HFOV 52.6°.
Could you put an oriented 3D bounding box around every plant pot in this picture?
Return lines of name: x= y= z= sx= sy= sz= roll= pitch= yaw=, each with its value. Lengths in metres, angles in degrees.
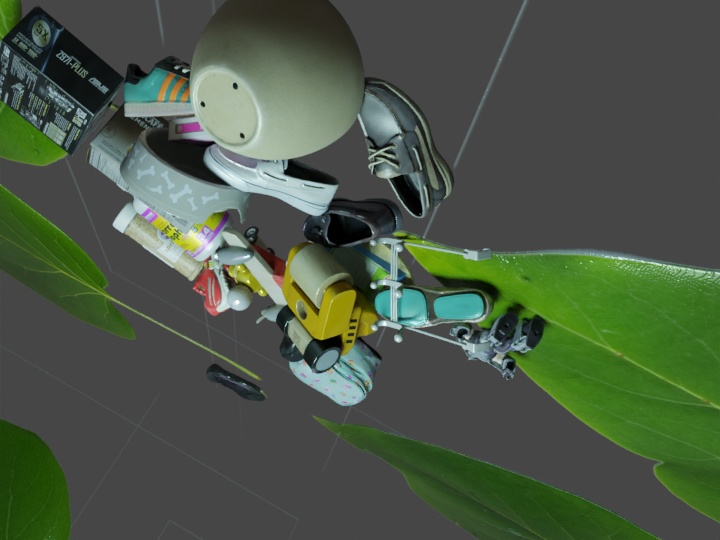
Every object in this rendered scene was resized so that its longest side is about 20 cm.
plant pot: x=-0.113 y=-0.205 z=0.812 sx=0.198 sy=0.135 sz=0.202 roll=17 pitch=129 yaw=22

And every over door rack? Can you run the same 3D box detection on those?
over door rack: x=0.093 y=0.032 z=1.072 sx=0.198 sy=0.066 sz=0.150 roll=9 pitch=105 yaw=38

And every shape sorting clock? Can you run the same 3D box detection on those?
shape sorting clock: x=0.000 y=0.000 z=1.224 sx=0.198 sy=0.039 sz=0.201 roll=22 pitch=142 yaw=18

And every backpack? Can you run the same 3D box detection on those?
backpack: x=-0.058 y=0.184 z=1.507 sx=0.199 sy=0.128 sz=0.166 roll=37 pitch=150 yaw=-19

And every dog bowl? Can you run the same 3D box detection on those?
dog bowl: x=-0.247 y=-0.142 z=1.071 sx=0.198 sy=0.200 sz=0.059 roll=29 pitch=112 yaw=3

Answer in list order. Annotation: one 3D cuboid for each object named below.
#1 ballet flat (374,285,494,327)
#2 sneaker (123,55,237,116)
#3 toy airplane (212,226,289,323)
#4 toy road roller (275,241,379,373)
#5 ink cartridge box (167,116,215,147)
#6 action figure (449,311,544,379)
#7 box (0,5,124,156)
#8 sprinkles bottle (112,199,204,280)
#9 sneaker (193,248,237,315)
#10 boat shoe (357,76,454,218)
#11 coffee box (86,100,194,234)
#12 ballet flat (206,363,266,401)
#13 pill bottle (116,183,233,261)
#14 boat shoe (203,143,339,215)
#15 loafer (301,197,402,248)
ballet flat: x=0.119 y=0.056 z=1.152 sx=0.198 sy=0.069 sz=0.067 roll=4 pitch=-172 yaw=31
sneaker: x=-0.240 y=-0.255 z=0.999 sx=0.197 sy=0.071 sz=0.081 roll=0 pitch=101 yaw=15
toy airplane: x=-0.171 y=0.018 z=1.277 sx=0.200 sy=0.141 sz=0.199 roll=43 pitch=164 yaw=0
toy road roller: x=-0.041 y=0.050 z=1.162 sx=0.123 sy=0.145 sz=0.202 roll=46 pitch=138 yaw=35
ink cartridge box: x=-0.176 y=-0.197 z=1.023 sx=0.198 sy=0.038 sz=0.094 roll=2 pitch=-179 yaw=42
action figure: x=0.212 y=0.117 z=1.178 sx=0.129 sy=0.070 sz=0.200 roll=28 pitch=157 yaw=-5
box: x=-0.488 y=-0.296 z=1.170 sx=0.163 sy=0.087 sz=0.199 roll=40 pitch=153 yaw=-17
sprinkles bottle: x=-0.413 y=-0.062 z=1.517 sx=0.199 sy=0.069 sz=0.068 roll=37 pitch=153 yaw=-13
sneaker: x=-0.287 y=0.005 z=1.393 sx=0.077 sy=0.085 sz=0.201 roll=45 pitch=-167 yaw=-42
boat shoe: x=0.048 y=-0.144 z=0.888 sx=0.074 sy=0.074 sz=0.200 roll=0 pitch=140 yaw=46
coffee box: x=-0.327 y=-0.171 z=1.190 sx=0.199 sy=0.115 sz=0.080 roll=38 pitch=155 yaw=-12
ballet flat: x=-0.370 y=0.335 z=2.197 sx=0.198 sy=0.057 sz=0.067 roll=27 pitch=126 yaw=-3
pill bottle: x=-0.330 y=-0.116 z=1.296 sx=0.200 sy=0.105 sz=0.104 roll=41 pitch=152 yaw=-19
boat shoe: x=-0.123 y=-0.148 z=1.049 sx=0.198 sy=0.074 sz=0.067 roll=18 pitch=130 yaw=-26
loafer: x=-0.028 y=-0.068 z=1.092 sx=0.198 sy=0.063 sz=0.073 roll=-4 pitch=113 yaw=45
